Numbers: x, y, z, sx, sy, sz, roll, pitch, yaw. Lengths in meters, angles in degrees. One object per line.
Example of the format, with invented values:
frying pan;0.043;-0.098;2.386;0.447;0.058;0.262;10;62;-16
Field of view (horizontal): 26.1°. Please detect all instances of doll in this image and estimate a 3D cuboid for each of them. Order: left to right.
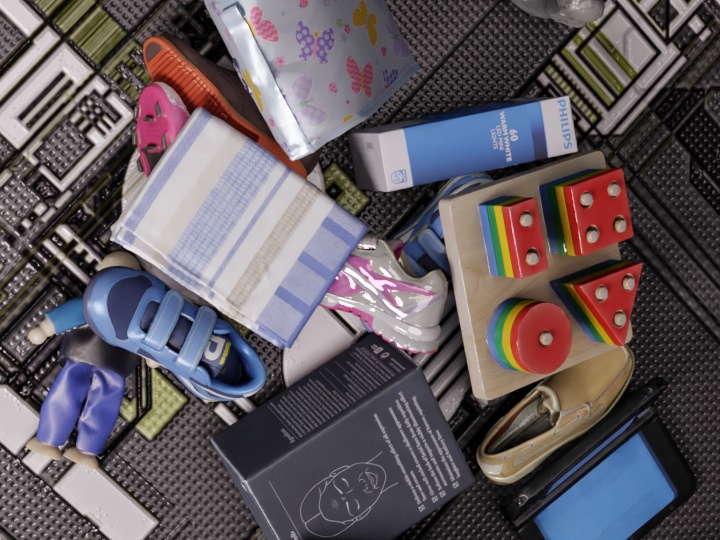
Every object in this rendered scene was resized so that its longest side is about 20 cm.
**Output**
doll;-0.251;0.079;1.454;0.136;0.048;0.201;20;88;-33

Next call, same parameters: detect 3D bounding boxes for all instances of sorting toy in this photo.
sorting toy;0.189;0.004;1.500;0.199;0.069;0.200;-19;104;-32

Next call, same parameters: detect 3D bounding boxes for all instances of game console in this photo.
game console;0.258;0.226;1.600;0.200;0.176;0.117;-38;77;-11

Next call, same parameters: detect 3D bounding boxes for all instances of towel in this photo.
towel;-0.110;-0.037;1.423;0.199;0.024;0.147;34;87;-12

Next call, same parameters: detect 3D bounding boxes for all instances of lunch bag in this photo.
lunch bag;-0.056;-0.208;1.410;0.126;0.200;0.170;-20;107;29

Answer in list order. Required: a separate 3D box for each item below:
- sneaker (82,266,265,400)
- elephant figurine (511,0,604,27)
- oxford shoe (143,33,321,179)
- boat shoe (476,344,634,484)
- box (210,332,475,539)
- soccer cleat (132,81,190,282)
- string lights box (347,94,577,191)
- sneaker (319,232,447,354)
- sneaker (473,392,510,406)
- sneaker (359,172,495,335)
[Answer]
sneaker;-0.166;0.058;1.431;0.200;0.082;0.074;35;73;-36
elephant figurine;0.209;-0.352;1.522;0.155;0.141;0.201;26;86;-46
oxford shoe;-0.121;-0.159;1.475;0.200;0.071;0.073;44;56;-15
boat shoe;0.200;0.137;1.578;0.200;0.076;0.072;-43;62;-10
box;-0.016;0.183;1.496;0.199;0.107;0.149;-32;117;-12
soccer cleat;-0.155;-0.082;1.469;0.086;0.070;0.202;-19;99;-37
string lights box;0.098;-0.126;1.517;0.198;0.103;0.059;-12;99;-15
sneaker;0.000;0.000;1.486;0.199;0.081;0.089;26;97;7
sneaker;0.146;0.038;1.570;0.077;0.076;0.201;21;79;-12
sneaker;0.072;-0.017;1.531;0.074;0.082;0.200;40;86;-18
